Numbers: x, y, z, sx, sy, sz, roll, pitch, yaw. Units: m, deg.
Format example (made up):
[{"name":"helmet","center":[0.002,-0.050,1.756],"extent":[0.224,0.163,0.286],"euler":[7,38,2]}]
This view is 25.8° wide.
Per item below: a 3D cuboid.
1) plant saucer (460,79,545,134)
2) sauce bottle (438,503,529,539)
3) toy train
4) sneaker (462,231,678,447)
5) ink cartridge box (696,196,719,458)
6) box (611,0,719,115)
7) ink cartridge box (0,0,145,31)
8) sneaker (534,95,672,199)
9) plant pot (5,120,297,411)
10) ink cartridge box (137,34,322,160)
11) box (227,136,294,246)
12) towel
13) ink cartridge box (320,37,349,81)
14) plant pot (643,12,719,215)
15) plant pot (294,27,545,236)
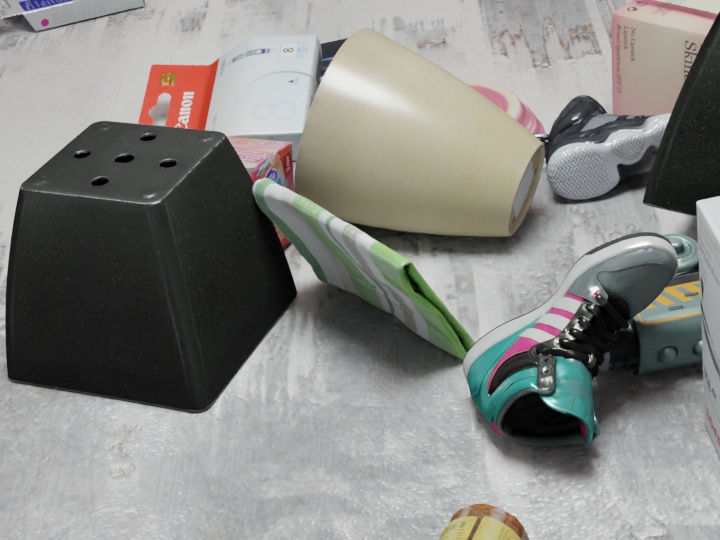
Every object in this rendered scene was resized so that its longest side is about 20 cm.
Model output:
[{"name":"plant saucer","center":[0.095,-0.149,1.658],"extent":[0.199,0.051,0.201],"euler":[-4,31,2]},{"name":"sauce bottle","center":[0.054,0.232,1.002],"extent":[0.066,0.066,0.200],"euler":[8,33,22]},{"name":"toy train","center":[0.270,0.029,1.299],"extent":[0.199,0.086,0.114],"euler":[-10,40,-7]},{"name":"sneaker","center":[0.166,0.065,1.194],"extent":[0.200,0.084,0.121],"euler":[-40,34,22]},{"name":"ink cartridge box","center":[0.296,0.063,1.110],"extent":[0.085,0.201,0.147],"euler":[-7,30,0]},{"name":"box","center":[0.370,-0.208,1.632],"extent":[0.199,0.128,0.109],"euler":[22,40,39]},{"name":"ink cartridge box","center":[-0.400,-0.364,2.130],"extent":[0.199,0.037,0.095],"euler":[-15,32,-19]},{"name":"sneaker","center":[0.271,-0.137,1.578],"extent":[0.199,0.076,0.114],"euler":[-12,33,-6]},{"name":"plant pot","center":[-0.189,-0.018,1.361],"extent":[0.199,0.178,0.200],"euler":[8,33,21]},{"name":"ink cartridge box","center":[-0.148,-0.190,1.728],"extent":[0.199,0.047,0.161],"euler":[0,49,6]},{"name":"box","center":[-0.170,-0.074,1.514],"extent":[0.199,0.103,0.095],"euler":[6,22,21]},{"name":"towel","center":[0.000,0.000,1.344],"extent":[0.031,0.149,0.200],"euler":[-51,46,-8]},{"name":"ink cartridge box","center":[-0.060,-0.225,1.829],"extent":[0.199,0.039,0.100],"euler":[-16,32,-15]},{"name":"plant pot","center":[0.388,-0.138,1.397],"extent":[0.199,0.178,0.200],"euler":[14,19,29]},{"name":"plant pot","center":[0.066,-0.109,1.496],"extent":[0.199,0.188,0.187],"euler":[22,38,15]}]
